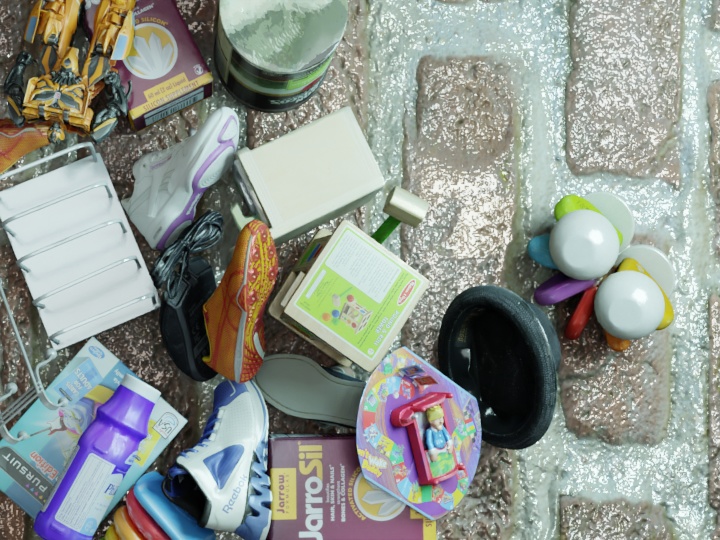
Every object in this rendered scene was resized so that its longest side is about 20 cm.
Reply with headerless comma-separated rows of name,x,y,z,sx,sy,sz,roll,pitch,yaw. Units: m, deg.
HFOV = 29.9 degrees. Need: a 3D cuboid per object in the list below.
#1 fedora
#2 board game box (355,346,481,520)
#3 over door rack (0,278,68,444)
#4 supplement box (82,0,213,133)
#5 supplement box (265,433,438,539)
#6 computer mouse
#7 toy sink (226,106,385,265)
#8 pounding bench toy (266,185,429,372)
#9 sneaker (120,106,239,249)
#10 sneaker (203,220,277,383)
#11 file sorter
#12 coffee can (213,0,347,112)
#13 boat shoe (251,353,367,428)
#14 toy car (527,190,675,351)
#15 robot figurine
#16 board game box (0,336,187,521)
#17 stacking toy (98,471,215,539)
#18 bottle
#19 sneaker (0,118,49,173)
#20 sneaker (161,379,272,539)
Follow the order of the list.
fedora,0.184,0.109,1.624,0.091,0.200,0.202,-19,86,-42
board game box,0.080,0.186,1.528,0.199,0.039,0.159,37,62,-33
over door rack,-0.425,0.111,1.536,0.147,0.066,0.201,-38,71,16
supplement box,-0.268,-0.283,1.618,0.110,0.086,0.201,-27,88,-9
supplement box,-0.013,0.257,1.590,0.198,0.103,0.133,-1,85,-8
computer mouse,-0.201,0.038,1.573,0.052,0.202,0.139,11,37,25
toy sink,-0.088,-0.100,1.604,0.198,0.130,0.113,-26,88,-9
pounding bench toy,0.000,0.000,1.588,0.124,0.156,0.201,34,82,-10
sneaker,-0.217,-0.120,1.580,0.100,0.075,0.201,44,116,14
sneaker,-0.143,0.034,1.512,0.077,0.073,0.202,24,118,19
file sorter,-0.332,-0.028,1.564,0.138,0.125,0.202,-23,88,-9
coffee can,-0.098,-0.279,1.584,0.145,0.200,0.148,1,84,-7
boat shoe,-0.034,0.149,1.604,0.198,0.062,0.076,9,75,20
toy car,0.283,0.009,1.646,0.150,0.175,0.201,-37,91,26
robot figurine,-0.324,-0.240,1.524,0.143,0.058,0.202,11,73,1
board game box,-0.323,0.203,1.580,0.151,0.047,0.200,41,80,-2
stacking toy,-0.273,0.338,1.557,0.200,0.116,0.110,-45,82,5
bottle,-0.292,0.215,1.517,0.065,0.084,0.201,27,80,3
sneaker,-0.447,-0.131,1.597,0.198,0.073,0.078,-19,109,-6
sneaker,-0.167,0.210,1.532,0.114,0.081,0.201,9,49,-24
